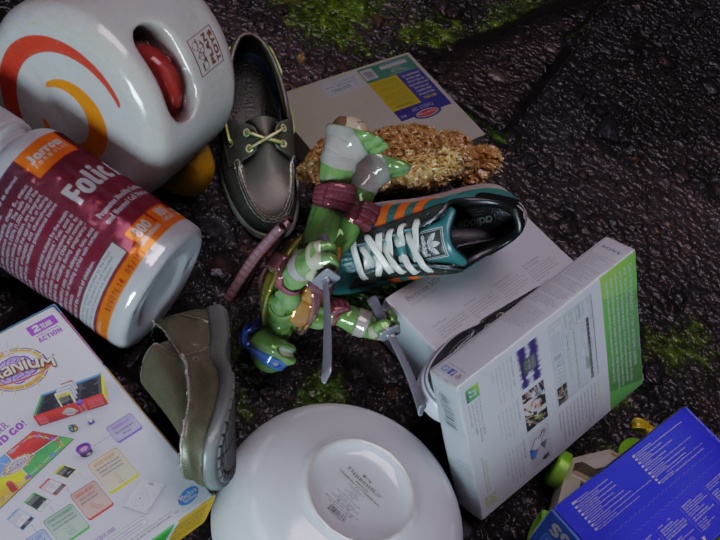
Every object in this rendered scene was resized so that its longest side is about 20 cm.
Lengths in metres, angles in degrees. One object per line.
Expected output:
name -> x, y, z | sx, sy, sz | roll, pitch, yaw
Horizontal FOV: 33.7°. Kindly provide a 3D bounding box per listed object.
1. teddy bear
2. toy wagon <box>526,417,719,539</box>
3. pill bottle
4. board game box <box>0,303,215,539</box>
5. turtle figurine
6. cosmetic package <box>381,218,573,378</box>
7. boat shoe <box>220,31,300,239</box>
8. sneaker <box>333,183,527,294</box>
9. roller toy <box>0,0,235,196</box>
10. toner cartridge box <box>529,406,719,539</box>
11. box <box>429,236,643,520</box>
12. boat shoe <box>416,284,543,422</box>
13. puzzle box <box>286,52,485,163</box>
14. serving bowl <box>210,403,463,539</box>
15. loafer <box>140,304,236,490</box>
teddy bear -> 0.038, -0.109, 1.082 | 0.197, 0.068, 0.145 | 2, 26, -18
toy wagon -> 0.220, 0.205, 0.969 | 0.154, 0.040, 0.201 | 28, 41, 1
pill bottle -> -0.234, -0.039, 0.934 | 0.198, 0.115, 0.114 | 33, 47, 6
board game box -> -0.223, 0.135, 0.844 | 0.152, 0.041, 0.200 | -29, 67, -38
turtle figurine -> 0.000, 0.000, 0.920 | 0.143, 0.199, 0.197 | 23, 83, -34
cosmetic package -> 0.129, 0.048, 1.058 | 0.199, 0.052, 0.151 | -30, 69, -37
boat shoe -> -0.095, -0.126, 1.088 | 0.071, 0.061, 0.205 | -5, 62, -13
sneaker -> 0.047, -0.027, 1.010 | 0.197, 0.080, 0.072 | -19, 100, -4
roller toy -> -0.202, -0.162, 1.005 | 0.199, 0.184, 0.140 | 34, 46, 8
toner cartridge box -> 0.228, 0.189, 0.926 | 0.199, 0.043, 0.095 | -23, 60, -41
box -> 0.146, 0.084, 0.938 | 0.199, 0.146, 0.036 | -33, 41, -24
boat shoe -> 0.128, 0.057, 0.972 | 0.198, 0.067, 0.070 | -23, 62, -34
puzzle box -> 0.016, -0.145, 1.192 | 0.198, 0.026, 0.133 | -24, 64, -36
serving bowl -> -0.009, 0.179, 0.881 | 0.197, 0.066, 0.202 | 11, 49, -13
loafer -> -0.128, 0.093, 0.881 | 0.068, 0.076, 0.201 | -1, 24, -8
